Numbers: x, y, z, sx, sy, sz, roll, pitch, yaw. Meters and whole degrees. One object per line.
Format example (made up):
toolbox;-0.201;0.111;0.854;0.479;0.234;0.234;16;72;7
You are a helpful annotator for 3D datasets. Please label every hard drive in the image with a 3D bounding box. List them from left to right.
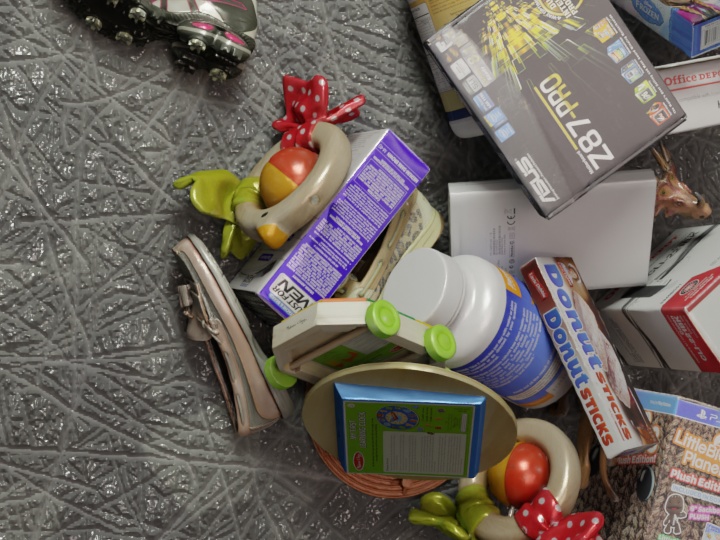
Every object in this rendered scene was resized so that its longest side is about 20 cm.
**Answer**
hard drive;0.187;-0.035;1.382;0.198;0.026;0.133;-4;129;0

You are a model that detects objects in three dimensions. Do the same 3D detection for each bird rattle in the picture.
bird rattle;-0.061;-0.088;1.298;0.200;0.163;0.113;-38;121;-6
bird rattle;0.149;0.219;1.344;0.112;0.199;0.164;32;64;-35

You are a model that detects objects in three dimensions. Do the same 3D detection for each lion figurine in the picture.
lion figurine;0.233;0.122;1.401;0.072;0.200;0.123;-2;125;-15

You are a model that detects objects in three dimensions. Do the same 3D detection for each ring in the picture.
ring;0.040;0.129;1.403;0.199;0.019;0.202;0;91;-19

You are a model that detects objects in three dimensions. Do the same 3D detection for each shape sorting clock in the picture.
shape sorting clock;0.045;0.139;1.283;0.199;0.200;0.039;18;52;-19

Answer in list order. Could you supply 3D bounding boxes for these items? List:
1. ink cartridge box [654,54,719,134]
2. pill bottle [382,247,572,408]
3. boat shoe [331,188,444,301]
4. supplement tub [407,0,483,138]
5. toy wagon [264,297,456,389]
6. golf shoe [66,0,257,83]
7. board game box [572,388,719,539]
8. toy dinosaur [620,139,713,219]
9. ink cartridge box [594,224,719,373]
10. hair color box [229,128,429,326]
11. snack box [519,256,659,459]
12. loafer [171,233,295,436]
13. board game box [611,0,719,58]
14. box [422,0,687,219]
ink cartridge box;0.306;-0.170;1.398;0.115;0.200;0.068;-13;95;-19
pill bottle;0.118;0.052;1.351;0.199;0.112;0.113;28;81;-39
boat shoe;0.000;0.000;1.356;0.200;0.073;0.063;-52;121;-22
supplement tub;0.128;-0.244;1.363;0.144;0.144;0.201;-22;98;-18
toy wagon;0.016;0.083;1.269;0.199;0.155;0.040;23;54;-35
golf shoe;-0.189;-0.251;1.299;0.199;0.077;0.089;24;63;-21
board game box;0.298;0.228;1.422;0.096;0.159;0.201;16;85;-19
toy dinosaur;0.244;-0.086;1.411;0.198;0.135;0.087;-5;92;-19
ink cartridge box;0.345;0.026;1.417;0.144;0.200;0.084;-40;99;-15
hair color box;-0.032;-0.038;1.327;0.065;0.109;0.200;43;78;-17
snack box;0.217;0.080;1.330;0.072;0.024;0.201;-1;62;-51
loafer;-0.132;0.065;1.317;0.063;0.072;0.201;-30;103;-9
board game box;0.354;-0.308;1.423;0.199;0.199;0.044;-23;133;-18
box;0.177;-0.174;1.279;0.161;0.049;0.201;-35;97;3
